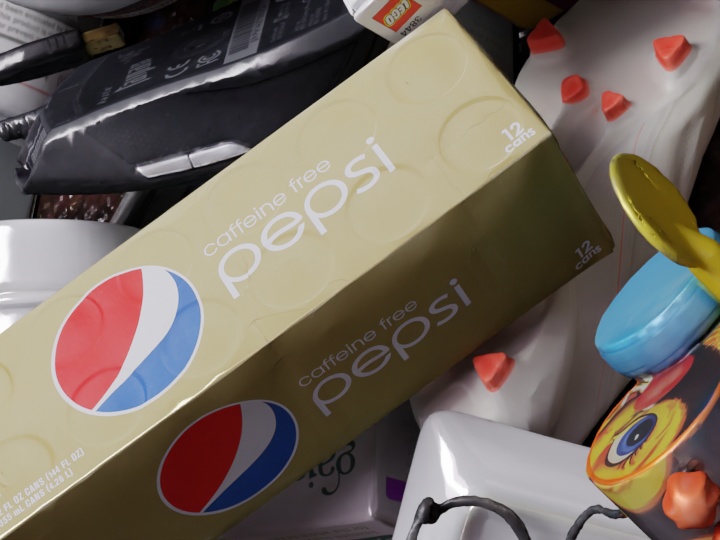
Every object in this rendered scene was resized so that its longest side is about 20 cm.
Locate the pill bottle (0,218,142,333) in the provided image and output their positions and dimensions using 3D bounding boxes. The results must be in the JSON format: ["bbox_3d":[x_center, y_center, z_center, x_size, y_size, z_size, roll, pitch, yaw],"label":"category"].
[{"bbox_3d":[-0.108,0.088,0.779,0.111,0.111,0.201,-10,77,38],"label":"pill bottle"}]

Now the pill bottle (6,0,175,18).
[{"bbox_3d":[-0.096,-0.142,0.787,0.109,0.200,0.110,0,95,-1],"label":"pill bottle"}]

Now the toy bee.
[{"bbox_3d":[0.106,0.040,0.607,0.109,0.131,0.200,-114,47,-77],"label":"toy bee"}]

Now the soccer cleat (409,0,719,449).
[{"bbox_3d":[0.075,-0.019,0.746,0.069,0.078,0.200,13,65,37],"label":"soccer cleat"}]

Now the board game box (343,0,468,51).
[{"bbox_3d":[0.015,-0.179,0.720,0.126,0.035,0.200,-43,48,20],"label":"board game box"}]

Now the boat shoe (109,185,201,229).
[{"bbox_3d":[-0.085,0.014,0.868,0.074,0.065,0.200,31,97,41],"label":"boat shoe"}]

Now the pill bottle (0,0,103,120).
[{"bbox_3d":[-0.147,-0.164,0.944,0.114,0.114,0.200,12,85,42],"label":"pill bottle"}]

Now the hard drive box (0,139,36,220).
[{"bbox_3d":[-0.259,-0.042,0.944,0.156,0.200,0.077,3,77,40],"label":"hard drive box"}]

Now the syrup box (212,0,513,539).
[{"bbox_3d":[0.000,0.000,0.790,0.079,0.081,0.201,-13,67,38],"label":"syrup box"}]

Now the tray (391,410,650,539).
[{"bbox_3d":[0.046,0.150,0.684,0.107,0.022,0.200,15,94,0],"label":"tray"}]

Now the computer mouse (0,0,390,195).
[{"bbox_3d":[-0.072,-0.056,0.777,0.200,0.046,0.140,-22,22,7],"label":"computer mouse"}]

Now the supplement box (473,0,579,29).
[{"bbox_3d":[0.093,-0.191,0.755,0.200,0.103,0.131,-27,58,33],"label":"supplement box"}]

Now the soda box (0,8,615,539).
[{"bbox_3d":[-0.028,0.015,0.681,0.200,0.064,0.068,-36,50,1],"label":"soda box"}]
